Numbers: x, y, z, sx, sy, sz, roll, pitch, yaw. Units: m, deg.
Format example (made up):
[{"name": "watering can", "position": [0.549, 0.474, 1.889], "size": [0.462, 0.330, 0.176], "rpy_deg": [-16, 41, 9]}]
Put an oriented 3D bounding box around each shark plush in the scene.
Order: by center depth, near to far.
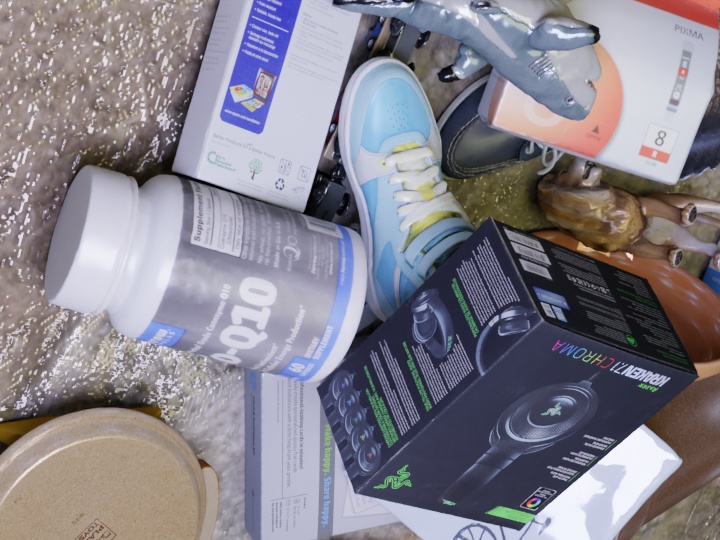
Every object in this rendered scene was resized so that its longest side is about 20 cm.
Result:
[{"name": "shark plush", "position": [0.081, -0.160, 1.193], "size": [0.198, 0.091, 0.084], "rpy_deg": [7, 123, -23]}]

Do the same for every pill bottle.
[{"name": "pill bottle", "position": [-0.105, 0.001, 1.168], "size": [0.199, 0.114, 0.115], "rpy_deg": [16, 101, -22]}]

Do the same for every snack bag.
[{"name": "snack bag", "position": [0.117, 0.144, 1.297], "size": [0.189, 0.200, 0.021], "rpy_deg": [-52, 175, 12]}]

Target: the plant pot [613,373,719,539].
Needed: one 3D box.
[{"name": "plant pot", "position": [0.208, 0.127, 1.426], "size": [0.197, 0.200, 0.202], "rpy_deg": [-18, 120, -37]}]

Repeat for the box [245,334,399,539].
[{"name": "box", "position": [0.008, 0.127, 1.353], "size": [0.198, 0.041, 0.157], "rpy_deg": [-8, 115, -23]}]

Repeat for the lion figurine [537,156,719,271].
[{"name": "lion figurine", "position": [0.238, -0.042, 1.429], "size": [0.199, 0.122, 0.073], "rpy_deg": [12, 94, -53]}]

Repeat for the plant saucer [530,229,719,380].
[{"name": "plant saucer", "position": [0.205, 0.033, 1.368], "size": [0.199, 0.200, 0.038], "rpy_deg": [-1, 122, -34]}]

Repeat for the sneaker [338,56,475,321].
[{"name": "sneaker", "position": [0.048, -0.046, 1.199], "size": [0.079, 0.130, 0.202], "rpy_deg": [-17, 110, -21]}]

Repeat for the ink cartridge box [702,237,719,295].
[{"name": "ink cartridge box", "position": [0.404, -0.026, 1.551], "size": [0.144, 0.084, 0.201], "rpy_deg": [14, 101, -38]}]

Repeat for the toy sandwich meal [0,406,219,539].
[{"name": "toy sandwich meal", "position": [-0.196, 0.174, 1.237], "size": [0.204, 0.070, 0.207], "rpy_deg": [-12, 117, -25]}]

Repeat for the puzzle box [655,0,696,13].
[{"name": "puzzle box", "position": [0.161, -0.225, 1.289], "size": [0.198, 0.025, 0.134], "rpy_deg": [14, 102, -17]}]

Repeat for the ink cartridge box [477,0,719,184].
[{"name": "ink cartridge box", "position": [0.196, -0.180, 1.271], "size": [0.161, 0.050, 0.201], "rpy_deg": [16, 107, -17]}]

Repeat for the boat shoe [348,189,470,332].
[{"name": "boat shoe", "position": [0.000, 0.000, 1.300], "size": [0.199, 0.071, 0.070], "rpy_deg": [-29, 99, -18]}]

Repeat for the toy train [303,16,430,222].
[{"name": "toy train", "position": [-0.002, -0.108, 1.257], "size": [0.034, 0.046, 0.201], "rpy_deg": [21, 98, -31]}]

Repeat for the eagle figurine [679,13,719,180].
[{"name": "eagle figurine", "position": [0.292, -0.170, 1.389], "size": [0.151, 0.150, 0.202], "rpy_deg": [1, 99, -46]}]

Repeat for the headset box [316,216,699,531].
[{"name": "headset box", "position": [0.094, 0.080, 1.170], "size": [0.173, 0.093, 0.200], "rpy_deg": [19, 126, -42]}]

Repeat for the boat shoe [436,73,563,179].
[{"name": "boat shoe", "position": [0.144, -0.122, 1.341], "size": [0.199, 0.062, 0.075], "rpy_deg": [-25, 121, -25]}]

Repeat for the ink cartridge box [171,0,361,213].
[{"name": "ink cartridge box", "position": [-0.057, -0.149, 1.191], "size": [0.099, 0.039, 0.202], "rpy_deg": [19, 88, -39]}]
